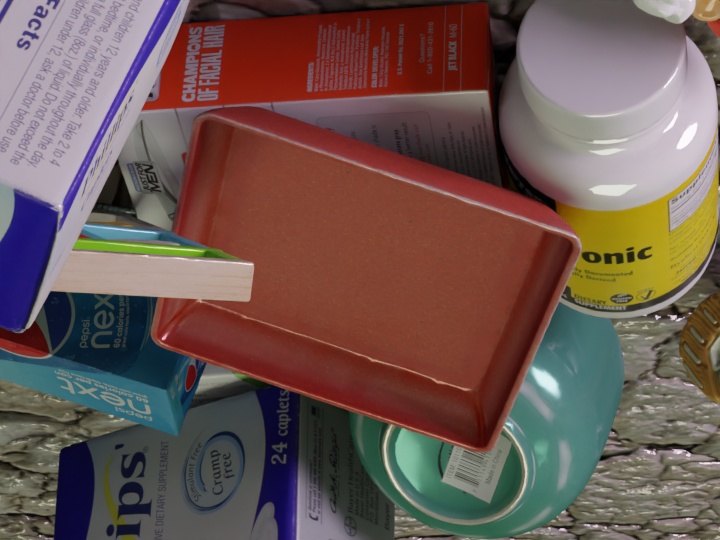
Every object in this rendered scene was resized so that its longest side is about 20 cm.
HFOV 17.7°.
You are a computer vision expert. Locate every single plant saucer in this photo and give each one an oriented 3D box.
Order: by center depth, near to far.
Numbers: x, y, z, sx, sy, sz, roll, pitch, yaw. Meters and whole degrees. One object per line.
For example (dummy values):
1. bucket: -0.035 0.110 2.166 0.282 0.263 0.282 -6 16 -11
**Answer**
1. plant saucer: 0.000 0.000 1.196 0.198 0.037 0.200 18 143 0

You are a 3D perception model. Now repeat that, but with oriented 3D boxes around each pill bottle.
1. pill bottle: 0.128 -0.065 1.181 0.110 0.112 0.200 -3 153 8

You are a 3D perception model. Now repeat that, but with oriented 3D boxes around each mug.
1. mug: 0.061 0.066 1.334 0.151 0.115 0.186 -21 112 30

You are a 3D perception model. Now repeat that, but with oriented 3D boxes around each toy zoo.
1. toy zoo: -0.152 -0.014 1.146 0.130 0.021 0.200 4 -172 -29

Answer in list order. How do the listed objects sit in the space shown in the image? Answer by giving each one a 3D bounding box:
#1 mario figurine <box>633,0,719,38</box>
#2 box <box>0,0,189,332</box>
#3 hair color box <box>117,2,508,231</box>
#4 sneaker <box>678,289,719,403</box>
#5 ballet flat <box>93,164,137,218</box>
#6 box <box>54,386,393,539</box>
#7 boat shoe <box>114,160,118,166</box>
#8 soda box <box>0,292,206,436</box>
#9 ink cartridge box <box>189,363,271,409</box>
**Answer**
1. mario figurine: 0.184 -0.152 1.012 0.123 0.107 0.200 -12 149 21
2. box: -0.189 -0.102 0.970 0.199 0.185 0.105 24 143 -2
3. hair color box: -0.026 -0.076 1.205 0.198 0.064 0.111 -3 144 7
4. sneaker: 0.272 0.001 1.376 0.087 0.076 0.200 -16 159 -41
5. ballet flat: -0.120 -0.027 1.320 0.198 0.075 0.074 5 154 0
6. box: -0.086 0.188 1.410 0.199 0.185 0.105 -18 148 33
7. boat shoe: -0.226 -0.072 1.227 0.198 0.072 0.068 -1 160 3
8. soda box: -0.192 0.030 1.374 0.199 0.065 0.068 16 155 10
9. ink cartridge box: -0.051 0.070 1.491 0.144 0.085 0.200 -5 153 12
